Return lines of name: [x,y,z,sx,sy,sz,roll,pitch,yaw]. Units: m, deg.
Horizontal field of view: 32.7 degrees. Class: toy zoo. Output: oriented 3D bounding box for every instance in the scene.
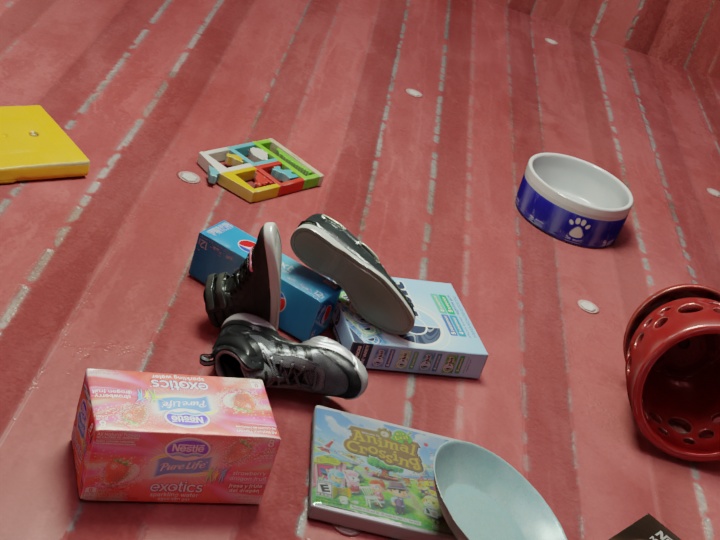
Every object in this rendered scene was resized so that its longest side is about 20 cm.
toy zoo: [-0.169,-0.160,1.958,0.131,0.021,0.199,36,33,27]

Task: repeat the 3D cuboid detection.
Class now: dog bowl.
dog bowl: [0.378,-0.126,2.175,0.197,0.080,0.201,14,29,-8]

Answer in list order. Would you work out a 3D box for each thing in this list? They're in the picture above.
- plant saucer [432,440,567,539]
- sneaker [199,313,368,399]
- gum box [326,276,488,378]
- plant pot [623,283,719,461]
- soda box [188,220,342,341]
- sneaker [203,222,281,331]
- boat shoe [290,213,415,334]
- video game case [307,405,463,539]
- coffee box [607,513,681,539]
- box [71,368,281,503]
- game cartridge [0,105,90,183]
plant saucer: [0.147,0.277,1.348,0.200,0.039,0.202,33,26,-18]
sneaker: [-0.095,0.124,1.466,0.198,0.076,0.114,20,29,13]
gum box: [0.055,0.071,1.673,0.197,0.045,0.171,7,32,-21]
plant pot: [0.453,0.131,1.668,0.198,0.203,0.183,16,20,-5]
soda box: [-0.128,0.013,1.636,0.198,0.069,0.064,29,28,17]
sneaker: [-0.147,0.015,1.516,0.098,0.201,0.071,5,51,-3]
boat shoe: [0.000,0.000,1.600,0.200,0.076,0.060,44,38,-3]
video game case: [0.038,0.237,1.403,0.197,0.022,0.183,15,29,-9]
coffee box: [0.283,0.351,1.296,0.113,0.081,0.199,37,33,30]
box: [-0.195,0.176,1.287,0.197,0.096,0.103,6,32,-22]
game cartridge: [-0.519,-0.183,1.777,0.198,0.033,0.176,-10,41,-39]
